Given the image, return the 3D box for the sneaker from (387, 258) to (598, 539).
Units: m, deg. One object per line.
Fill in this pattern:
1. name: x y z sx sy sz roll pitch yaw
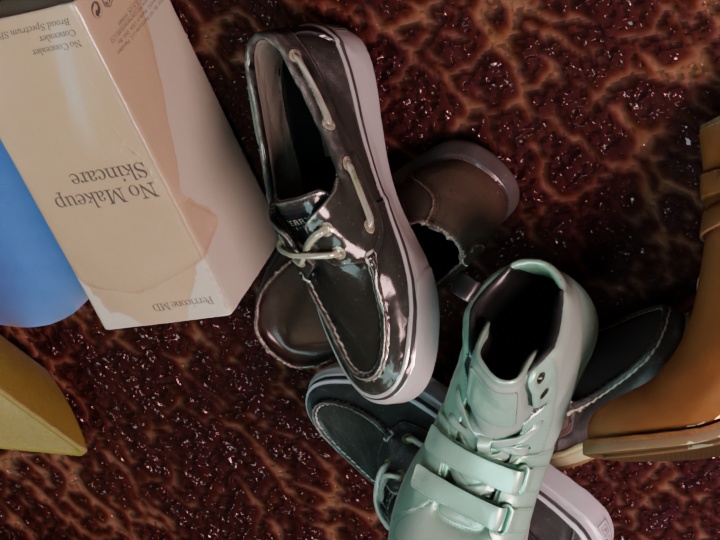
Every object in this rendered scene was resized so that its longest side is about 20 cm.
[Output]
1. sneaker: 0.054 0.085 1.022 0.074 0.201 0.118 20 172 18

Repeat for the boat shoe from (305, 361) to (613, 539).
1. boat shoe: 0.039 0.112 1.114 0.200 0.071 0.072 27 136 30

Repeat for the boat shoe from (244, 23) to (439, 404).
1. boat shoe: -0.017 -0.026 1.049 0.071 0.064 0.200 -19 85 40

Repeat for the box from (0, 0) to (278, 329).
1. box: -0.130 -0.072 1.120 0.095 0.078 0.200 -9 122 30

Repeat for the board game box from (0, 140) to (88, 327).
1. board game box: -0.228 -0.059 1.209 0.158 0.039 0.200 0 124 34

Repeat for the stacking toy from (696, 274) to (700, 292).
1. stacking toy: 0.249 0.062 1.031 0.200 0.146 0.146 36 136 17

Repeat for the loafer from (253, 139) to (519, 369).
1. loafer: 0.000 0.000 1.120 0.073 0.071 0.200 41 133 -9

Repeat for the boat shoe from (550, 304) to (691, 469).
1. boat shoe: 0.101 0.068 1.126 0.065 0.073 0.200 39 134 -14

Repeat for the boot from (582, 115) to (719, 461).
1. boot: 0.181 0.003 0.989 0.200 0.074 0.155 -22 73 26

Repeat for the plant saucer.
1. plant saucer: -0.292 0.054 1.282 0.200 0.049 0.200 2 156 24
